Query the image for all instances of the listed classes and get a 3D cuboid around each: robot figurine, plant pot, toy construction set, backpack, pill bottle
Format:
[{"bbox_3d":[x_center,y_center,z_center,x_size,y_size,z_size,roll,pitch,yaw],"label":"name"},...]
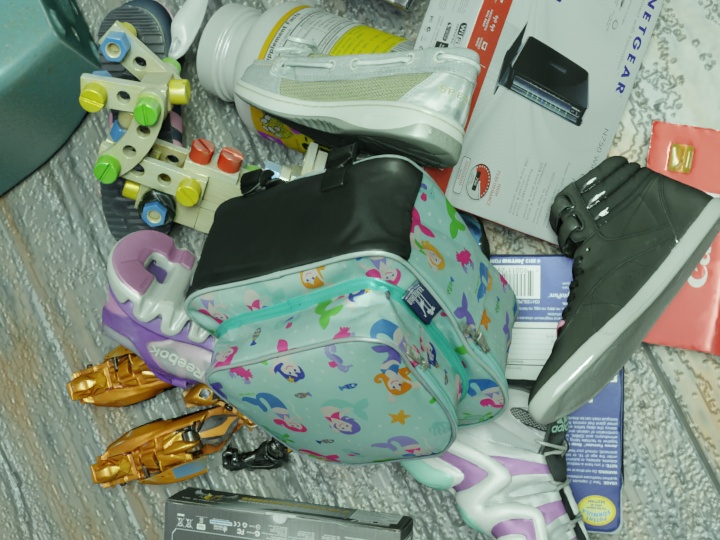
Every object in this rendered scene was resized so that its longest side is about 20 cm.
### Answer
[{"bbox_3d":[-0.130,0.102,0.829,0.197,0.058,0.148,-19,87,14],"label":"robot figurine"},{"bbox_3d":[-0.321,-0.174,0.812,0.198,0.196,0.199,-27,84,4],"label":"plant pot"},{"bbox_3d":[-0.112,-0.083,0.755,0.198,0.092,0.132,27,123,4],"label":"toy construction set"},{"bbox_3d":[0.006,0.039,0.664,0.175,0.200,0.153,-13,54,32],"label":"backpack"},{"bbox_3d":[-0.023,-0.135,0.770,0.198,0.104,0.106,24,96,23],"label":"pill bottle"}]

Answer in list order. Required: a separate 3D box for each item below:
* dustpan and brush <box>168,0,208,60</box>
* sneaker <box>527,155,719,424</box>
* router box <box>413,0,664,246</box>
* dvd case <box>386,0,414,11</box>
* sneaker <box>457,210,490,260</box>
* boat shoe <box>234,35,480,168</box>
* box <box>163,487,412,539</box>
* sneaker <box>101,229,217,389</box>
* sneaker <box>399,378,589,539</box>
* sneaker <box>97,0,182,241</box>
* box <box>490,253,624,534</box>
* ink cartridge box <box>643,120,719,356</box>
[{"bbox_3d":[-0.113,-0.254,0.791,0.138,0.057,0.202,5,60,38],"label":"dustpan and brush"},{"bbox_3d":[0.153,0.007,0.698,0.099,0.071,0.200,36,75,24],"label":"sneaker"},{"bbox_3d":[0.114,-0.133,0.707,0.049,0.178,0.203,25,98,46],"label":"router box"},{"bbox_3d":[-0.016,-0.294,0.725,0.198,0.016,0.150,30,95,12],"label":"dvd case"},{"bbox_3d":[0.000,0.000,0.766,0.197,0.090,0.080,-6,98,24],"label":"sneaker"},{"bbox_3d":[-0.006,-0.113,0.650,0.201,0.074,0.066,19,86,50],"label":"boat shoe"},{"bbox_3d":[-0.061,0.266,0.819,0.196,0.048,0.162,3,92,14],"label":"box"},{"bbox_3d":[-0.106,0.057,0.757,0.198,0.081,0.089,33,128,-10],"label":"sneaker"},{"bbox_3d":[0.132,0.133,0.722,0.199,0.078,0.141,40,100,11],"label":"sneaker"},{"bbox_3d":[-0.169,-0.118,0.839,0.069,0.082,0.203,9,115,3],"label":"sneaker"},{"bbox_3d":[0.138,0.090,0.776,0.119,0.032,0.204,1,89,14],"label":"box"},{"bbox_3d":[0.292,-0.013,0.714,0.196,0.050,0.164,9,92,2],"label":"ink cartridge box"}]
